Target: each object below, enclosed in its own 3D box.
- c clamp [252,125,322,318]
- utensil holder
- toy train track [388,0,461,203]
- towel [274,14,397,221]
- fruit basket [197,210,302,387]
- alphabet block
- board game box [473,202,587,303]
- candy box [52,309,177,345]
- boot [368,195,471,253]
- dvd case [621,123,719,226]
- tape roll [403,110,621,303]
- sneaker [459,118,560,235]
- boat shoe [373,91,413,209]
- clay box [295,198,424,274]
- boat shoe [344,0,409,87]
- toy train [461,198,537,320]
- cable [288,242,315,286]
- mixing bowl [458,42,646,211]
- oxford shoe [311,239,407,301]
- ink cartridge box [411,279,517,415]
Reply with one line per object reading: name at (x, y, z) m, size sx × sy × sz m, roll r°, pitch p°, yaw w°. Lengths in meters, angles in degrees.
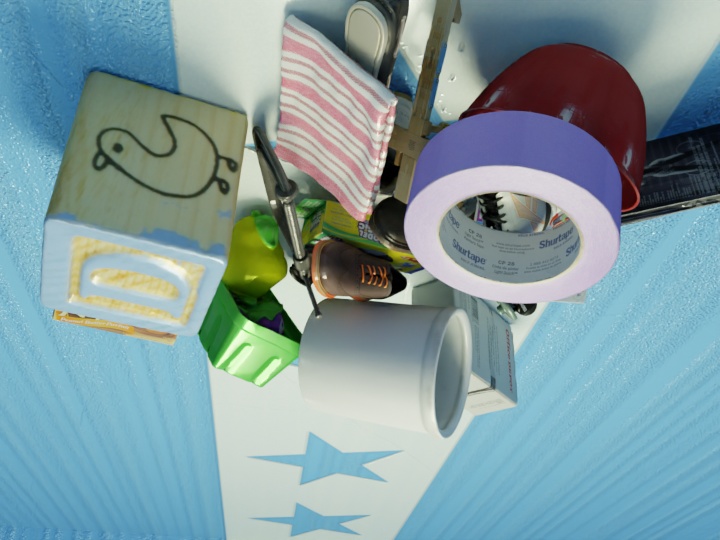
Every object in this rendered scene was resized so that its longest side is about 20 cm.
c clamp at (-0.086, -0.068, 0.922) m, size 0.027 × 0.172 × 0.202 m, roll -21°, pitch 139°, yaw -9°
utensil holder at (0.035, 0.124, 1.042) m, size 0.196 × 0.173 × 0.171 m, roll 6°, pitch 151°, yaw 24°
toy train track at (0.073, -0.168, 0.775) m, size 0.032 × 0.114 × 0.204 m, roll -2°, pitch 114°, yaw -34°
towel at (-0.033, -0.154, 0.822) m, size 0.146 × 0.030 × 0.201 m, roll 39°, pitch 151°, yaw 15°
fruit basket at (-0.149, 0.025, 1.079) m, size 0.213 × 0.220 × 0.154 m, roll -25°, pitch 139°, yaw 36°
alphabet block at (-0.248, -0.069, 0.886) m, size 0.191 × 0.204 × 0.197 m, roll 13°, pitch 146°, yaw -19°
board game box at (0.214, -0.033, 0.935) m, size 0.197 × 0.138 × 0.034 m, roll 4°, pitch -172°, yaw -38°
candy box at (-0.377, 0.053, 1.216) m, size 0.196 × 0.056 × 0.116 m, roll 16°, pitch 145°, yaw -20°
boot at (0.081, -0.086, 0.888) m, size 0.075 × 0.199 × 0.097 m, roll 46°, pitch 120°, yaw 7°
dvd case at (0.337, -0.106, 0.850) m, size 0.196 × 0.150 × 0.016 m, roll -12°, pitch 123°, yaw 21°
tape roll at (0.141, -0.052, 0.719) m, size 0.195 × 0.067 × 0.202 m, roll 10°, pitch 146°, yaw 7°
sneaker at (0.148, -0.082, 0.783) m, size 0.073 × 0.081 × 0.199 m, roll 26°, pitch 173°, yaw 43°
boat shoe at (0.020, -0.120, 0.912) m, size 0.069 × 0.071 × 0.201 m, roll 2°, pitch 149°, yaw -6°
clay box at (0.002, -0.044, 1.021) m, size 0.196 × 0.049 × 0.115 m, roll 12°, pitch 168°, yaw -17°
boat shoe at (0.008, -0.205, 0.793) m, size 0.067 × 0.057 × 0.201 m, roll 42°, pitch 151°, yaw 11°
toy train at (0.180, -0.016, 1.028) m, size 0.085 × 0.114 × 0.200 m, roll -39°, pitch 135°, yaw 2°
cable at (-0.061, -0.013, 1.074) m, size 0.096 × 0.051 × 0.201 m, roll 24°, pitch 162°, yaw 13°
mixing bowl at (0.210, -0.155, 0.776) m, size 0.197 × 0.110 × 0.200 m, roll 28°, pitch 176°, yaw 2°
oxford shoe at (0.000, 0.000, 0.960) m, size 0.071 × 0.073 × 0.199 m, roll 0°, pitch 175°, yaw 24°
ink cartridge box at (0.165, 0.123, 1.213) m, size 0.083 × 0.147 × 0.199 m, roll -20°, pitch 141°, yaw 32°
